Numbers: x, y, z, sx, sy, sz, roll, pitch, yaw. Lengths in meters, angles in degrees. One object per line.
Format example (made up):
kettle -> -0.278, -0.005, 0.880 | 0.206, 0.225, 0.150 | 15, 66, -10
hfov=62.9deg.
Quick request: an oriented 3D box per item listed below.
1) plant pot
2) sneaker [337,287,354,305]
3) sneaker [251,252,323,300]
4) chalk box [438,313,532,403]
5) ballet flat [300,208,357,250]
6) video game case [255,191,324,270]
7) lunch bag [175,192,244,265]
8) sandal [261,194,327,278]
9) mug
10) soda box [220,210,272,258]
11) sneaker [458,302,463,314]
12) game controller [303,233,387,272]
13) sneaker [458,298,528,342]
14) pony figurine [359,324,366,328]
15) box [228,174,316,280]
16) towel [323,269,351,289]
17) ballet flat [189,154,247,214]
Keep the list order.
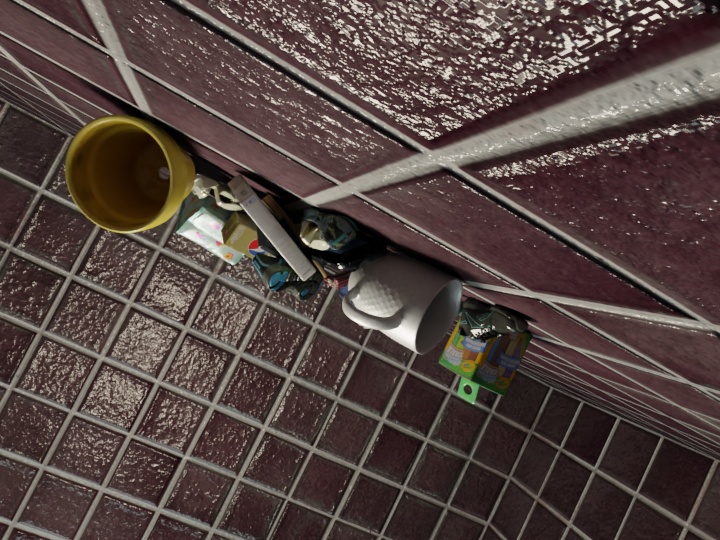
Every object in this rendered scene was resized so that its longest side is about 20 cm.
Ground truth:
plant pot -> -0.402, -0.180, 1.094 | 0.200, 0.201, 0.189 | 27, -167, 1
sneaker -> 0.004, 0.042, 1.310 | 0.074, 0.082, 0.200 | 46, -169, -7
sneaker -> -0.147, 0.007, 1.233 | 0.082, 0.073, 0.200 | 42, -174, 27
chalk box -> 0.274, 0.200, 1.345 | 0.124, 0.200, 0.124 | 29, 175, -32
ballet flat -> -0.075, -0.072, 1.066 | 0.074, 0.074, 0.200 | 28, 175, -23
video game case -> -0.154, -0.073, 1.298 | 0.200, 0.019, 0.143 | 30, -140, -46
lunch bag -> -0.333, -0.140, 1.401 | 0.170, 0.122, 0.200 | 35, -151, -34
sandal -> -0.114, -0.086, 1.237 | 0.212, 0.070, 0.078 | 51, 172, -10
mug -> 0.055, 0.051, 1.038 | 0.175, 0.148, 0.200 | 29, -148, 30
soda box -> -0.211, -0.057, 1.328 | 0.200, 0.064, 0.068 | 29, -161, -34
sneaker -> 0.127, 0.046, 1.259 | 0.199, 0.072, 0.080 | 22, 173, 6
game controller -> -0.031, -0.040, 1.083 | 0.200, 0.104, 0.042 | 21, 138, 62
sneaker -> 0.261, 0.111, 1.175 | 0.075, 0.079, 0.200 | 28, 175, -18
pony figurine -> 0.073, 0.074, 1.607 | 0.193, 0.167, 0.200 | 8, 148, 44
box -> -0.170, -0.083, 1.127 | 0.200, 0.036, 0.144 | 55, 176, -31
towel -> 0.000, 0.000, 1.242 | 0.200, 0.144, 0.023 | -171, 62, -79
ballet flat -> -0.303, -0.174, 1.234 | 0.200, 0.073, 0.073 | 28, 176, -36
